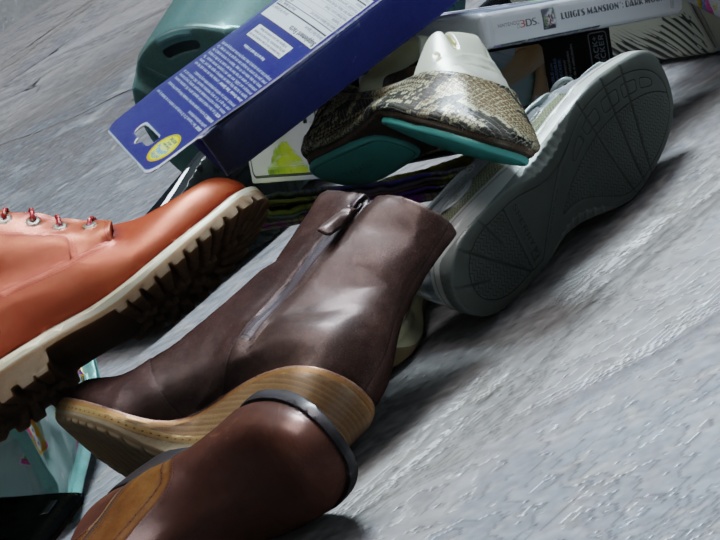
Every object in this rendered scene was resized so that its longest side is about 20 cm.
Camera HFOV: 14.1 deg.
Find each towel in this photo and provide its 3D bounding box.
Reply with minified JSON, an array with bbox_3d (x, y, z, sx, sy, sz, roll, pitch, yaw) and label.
[{"bbox_3d":[0.009,-0.048,1.690,0.199,0.023,0.144,-10,5,-16],"label":"towel"}]

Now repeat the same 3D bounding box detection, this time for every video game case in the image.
[{"bbox_3d":[0.054,-0.139,1.681,0.199,0.023,0.181,-3,8,43],"label":"video game case"}]

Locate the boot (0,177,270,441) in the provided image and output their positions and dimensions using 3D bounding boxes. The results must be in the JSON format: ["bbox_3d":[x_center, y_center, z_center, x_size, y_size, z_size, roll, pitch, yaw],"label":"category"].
[{"bbox_3d":[-0.147,-0.007,1.529,0.200,0.107,0.075,-33,-19,-4],"label":"boot"}]

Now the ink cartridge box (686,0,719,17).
[{"bbox_3d":[0.207,-0.224,1.652,0.085,0.145,0.200,-35,40,-19],"label":"ink cartridge box"}]

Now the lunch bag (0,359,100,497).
[{"bbox_3d":[-0.241,0.092,1.672,0.170,0.122,0.200,-28,19,12],"label":"lunch bag"}]

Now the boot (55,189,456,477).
[{"bbox_3d":[-0.053,0.035,1.492,0.199,0.072,0.167,5,58,45],"label":"boot"}]

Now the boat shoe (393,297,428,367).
[{"bbox_3d":[0.000,0.000,1.604,0.072,0.065,0.200,-27,14,14],"label":"boat shoe"}]

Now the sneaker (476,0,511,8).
[{"bbox_3d":[0.166,-0.210,1.992,0.199,0.075,0.088,-26,9,21],"label":"sneaker"}]

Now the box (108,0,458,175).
[{"bbox_3d":[-0.041,-0.114,1.579,0.200,0.032,0.121,-36,22,-4],"label":"box"}]

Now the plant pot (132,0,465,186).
[{"bbox_3d":[-0.055,-0.164,2.070,0.200,0.201,0.196,-18,26,41],"label":"plant pot"}]

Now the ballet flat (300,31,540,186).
[{"bbox_3d":[0.032,-0.089,1.538,0.200,0.068,0.076,-4,70,61],"label":"ballet flat"}]

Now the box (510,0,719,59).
[{"bbox_3d":[0.183,-0.177,1.845,0.082,0.069,0.200,-35,14,-21],"label":"box"}]

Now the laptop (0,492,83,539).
[{"bbox_3d":[-0.242,0.205,1.412,0.199,0.116,0.187,-6,22,19],"label":"laptop"}]

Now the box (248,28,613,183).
[{"bbox_3d":[0.040,-0.098,1.730,0.199,0.060,0.117,-11,5,-27],"label":"box"}]

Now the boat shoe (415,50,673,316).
[{"bbox_3d":[0.094,-0.051,1.561,0.065,0.075,0.202,10,47,45],"label":"boat shoe"}]

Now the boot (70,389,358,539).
[{"bbox_3d":[-0.110,0.141,1.332,0.188,0.069,0.200,-14,22,49],"label":"boot"}]

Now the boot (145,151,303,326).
[{"bbox_3d":[-0.151,-0.019,1.964,0.168,0.077,0.200,-9,31,47],"label":"boot"}]
